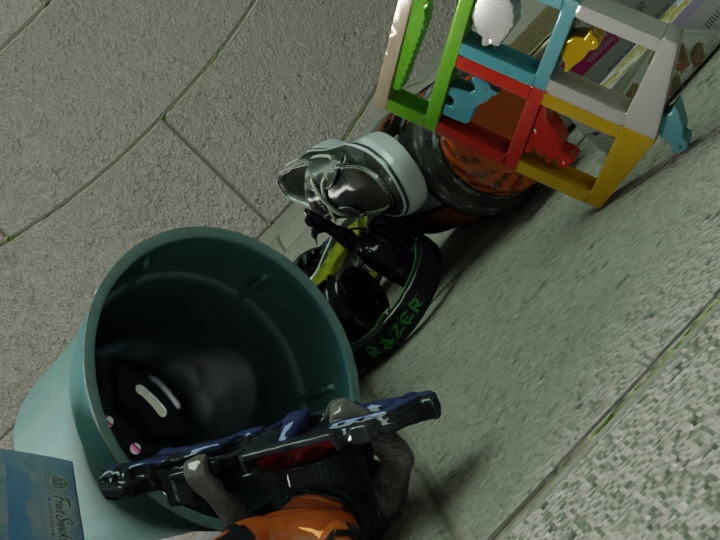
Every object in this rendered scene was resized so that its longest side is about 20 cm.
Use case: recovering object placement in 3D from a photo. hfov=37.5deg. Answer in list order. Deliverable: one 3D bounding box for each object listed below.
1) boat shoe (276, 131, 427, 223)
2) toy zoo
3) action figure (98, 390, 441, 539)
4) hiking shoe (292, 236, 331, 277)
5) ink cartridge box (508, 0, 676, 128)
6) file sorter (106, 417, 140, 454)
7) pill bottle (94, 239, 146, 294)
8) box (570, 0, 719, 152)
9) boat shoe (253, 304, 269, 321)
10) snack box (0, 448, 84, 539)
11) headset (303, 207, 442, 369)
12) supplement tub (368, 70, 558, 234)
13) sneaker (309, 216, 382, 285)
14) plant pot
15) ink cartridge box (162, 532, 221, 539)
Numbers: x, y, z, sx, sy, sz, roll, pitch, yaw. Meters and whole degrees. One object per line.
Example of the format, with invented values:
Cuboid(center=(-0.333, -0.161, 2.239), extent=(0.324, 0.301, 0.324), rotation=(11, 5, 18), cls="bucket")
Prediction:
Cuboid(center=(-0.012, -0.068, 0.885), extent=(0.071, 0.072, 0.200), rotation=(-33, 16, -17), cls="boat shoe")
Cuboid(center=(0.111, -0.119, 0.664), extent=(0.020, 0.199, 0.132), rotation=(-54, -14, -43), cls="toy zoo")
Cuboid(center=(-0.049, 0.138, 0.540), extent=(0.199, 0.105, 0.194), rotation=(-14, 18, 23), cls="action figure")
Cuboid(center=(-0.026, 0.003, 1.146), extent=(0.200, 0.074, 0.087), rotation=(-40, -3, -34), cls="hiking shoe")
Cuboid(center=(0.201, -0.210, 0.991), extent=(0.200, 0.075, 0.165), rotation=(-44, 11, 4), cls="ink cartridge box")
Cuboid(center=(-0.263, 0.214, 1.082), extent=(0.200, 0.125, 0.139), rotation=(-44, 10, 17), cls="file sorter")
Cuboid(center=(-0.175, 0.064, 1.099), extent=(0.109, 0.200, 0.109), rotation=(-44, 9, 9), cls="pill bottle")
Cuboid(center=(0.235, -0.170, 0.773), extent=(0.200, 0.039, 0.041), rotation=(-47, 10, -5), cls="box")
Cuboid(center=(-0.056, 0.065, 0.860), extent=(0.075, 0.066, 0.200), rotation=(-58, -6, -32), cls="boat shoe")
Cuboid(center=(-0.209, 0.225, 0.583), extent=(0.201, 0.067, 0.169), rotation=(-68, 24, 11), cls="snack box")
Cuboid(center=(0.000, 0.000, 0.904), extent=(0.124, 0.094, 0.200), rotation=(-49, 21, 10), cls="headset")
Cuboid(center=(0.082, -0.100, 0.900), extent=(0.123, 0.123, 0.200), rotation=(-48, 10, -15), cls="supplement tub")
Cuboid(center=(-0.028, 0.032, 1.044), extent=(0.200, 0.074, 0.085), rotation=(-48, -14, 7), cls="sneaker")
Cuboid(center=(-0.137, 0.101, 0.736), extent=(0.196, 0.200, 0.200), rotation=(-32, 16, 45), cls="plant pot")
Cuboid(center=(-0.111, 0.177, 0.856), extent=(0.161, 0.050, 0.200), rotation=(-50, 23, -26), cls="ink cartridge box")
